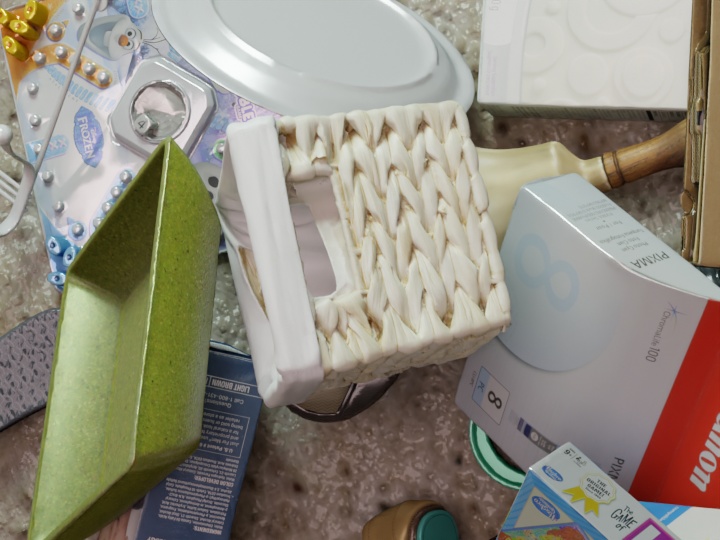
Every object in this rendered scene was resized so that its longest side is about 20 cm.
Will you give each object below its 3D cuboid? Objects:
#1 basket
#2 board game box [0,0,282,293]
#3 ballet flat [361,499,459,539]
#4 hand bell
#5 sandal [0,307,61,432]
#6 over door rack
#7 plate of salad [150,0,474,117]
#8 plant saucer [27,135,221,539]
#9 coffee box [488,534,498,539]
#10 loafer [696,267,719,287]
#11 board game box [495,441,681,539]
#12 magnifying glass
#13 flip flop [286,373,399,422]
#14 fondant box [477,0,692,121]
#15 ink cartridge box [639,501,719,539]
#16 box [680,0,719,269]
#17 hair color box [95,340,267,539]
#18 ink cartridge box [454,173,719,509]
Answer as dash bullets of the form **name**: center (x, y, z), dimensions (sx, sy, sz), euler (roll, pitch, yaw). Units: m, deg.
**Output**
- **basket**: center (-0.004, -0.007, 0.904), dimensions (0.123, 0.200, 0.136), euler (-12, 83, -8)
- **board game box**: center (-0.131, -0.104, 1.093), dimensions (0.200, 0.026, 0.200), euler (-15, 83, 12)
- **ballet flat**: center (0.041, 0.240, 1.020), dimensions (0.063, 0.069, 0.200), euler (-15, 79, 40)
- **hand bell**: center (0.154, -0.059, 0.973), dimensions (0.200, 0.104, 0.104), euler (-18, 82, 17)
- **sandal**: center (-0.262, 0.087, 1.109), dimensions (0.200, 0.043, 0.076), euler (-20, 89, 2)
- **over door rack**: center (-0.245, -0.143, 1.075), dimensions (0.148, 0.067, 0.200), euler (36, 106, 23)
- **plate of salad**: center (-0.029, -0.129, 1.000), dimensions (0.200, 0.200, 0.048), euler (31, 124, 13)
- **plant saucer**: center (-0.133, 0.054, 0.972), dimensions (0.048, 0.200, 0.200), euler (14, 61, -21)
- **coffee box**: center (0.117, 0.250, 0.966), dimensions (0.080, 0.113, 0.200), euler (0, 87, 14)
- **loafer**: center (0.178, 0.093, 0.971), dimensions (0.072, 0.073, 0.200), euler (-4, 90, -7)
- **board game box**: center (0.145, 0.198, 0.830), dimensions (0.200, 0.034, 0.135), euler (42, 135, 24)
- **magnifying glass**: center (0.152, 0.059, 1.017), dimensions (0.200, 0.022, 0.080), euler (-38, 82, 6)
- **flip flop**: center (0.000, 0.000, 1.043), dimensions (0.081, 0.058, 0.200), euler (10, 72, 2)
- **fondant box**: center (0.175, -0.164, 1.009), dimensions (0.200, 0.058, 0.145), euler (3, 87, 12)
- **ink cartridge box**: center (0.210, 0.187, 0.834), dimensions (0.200, 0.067, 0.116), euler (-2, 109, 47)
- **box**: center (0.266, -0.077, 0.937), dimensions (0.200, 0.021, 0.164), euler (4, 87, -27)
- **hair color box**: center (-0.117, 0.142, 1.029), dimensions (0.060, 0.100, 0.200), euler (14, 89, -19)
- **ink cartridge box**: center (0.143, 0.067, 0.906), dimensions (0.200, 0.047, 0.160), euler (45, 135, 35)
